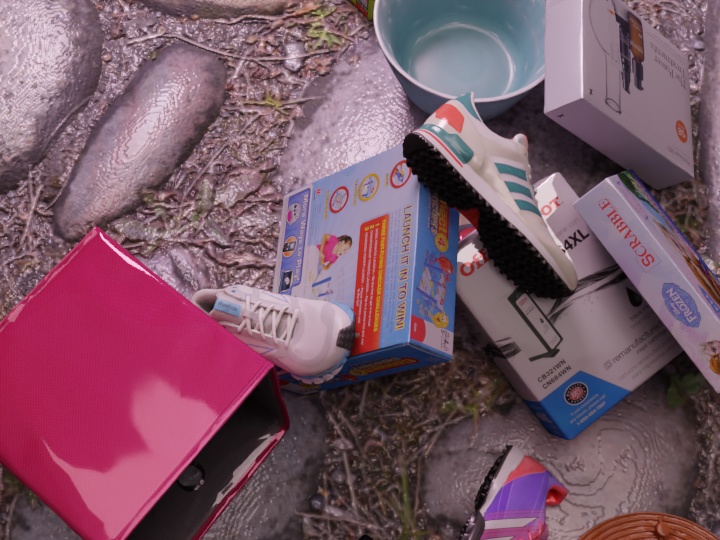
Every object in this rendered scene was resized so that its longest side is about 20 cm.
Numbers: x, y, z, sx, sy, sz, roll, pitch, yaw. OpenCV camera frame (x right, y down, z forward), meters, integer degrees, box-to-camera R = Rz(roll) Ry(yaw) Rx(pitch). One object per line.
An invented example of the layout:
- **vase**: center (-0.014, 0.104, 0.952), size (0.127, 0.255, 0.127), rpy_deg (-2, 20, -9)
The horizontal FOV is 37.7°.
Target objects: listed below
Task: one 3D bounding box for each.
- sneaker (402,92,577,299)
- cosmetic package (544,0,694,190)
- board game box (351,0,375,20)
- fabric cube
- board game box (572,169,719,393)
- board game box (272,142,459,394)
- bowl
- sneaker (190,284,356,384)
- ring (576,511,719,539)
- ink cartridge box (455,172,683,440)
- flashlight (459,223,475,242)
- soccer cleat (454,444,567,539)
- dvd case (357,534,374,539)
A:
- **sneaker**: center (0.131, -0.068, 0.911), size (0.200, 0.070, 0.093), rpy_deg (46, 67, -6)
- **cosmetic package**: center (0.264, -0.190, 1.072), size (0.199, 0.052, 0.152), rpy_deg (23, 63, -38)
- **board game box**: center (0.055, -0.386, 1.212), size (0.200, 0.048, 0.102), rpy_deg (-38, 73, -16)
- **fabric cube**: center (-0.202, 0.126, 0.911), size (0.199, 0.200, 0.196), rpy_deg (35, 71, 14)
- **board game box**: center (0.283, 0.000, 0.966), size (0.041, 0.199, 0.200), rpy_deg (-39, 84, 20)
- **board game box**: center (0.000, 0.000, 0.978), size (0.056, 0.195, 0.201), rpy_deg (24, 61, -38)
- **bowl**: center (0.111, -0.238, 1.121), size (0.199, 0.105, 0.202), rpy_deg (1, 68, -2)
- **sneaker**: center (-0.086, 0.050, 0.939), size (0.086, 0.199, 0.075), rpy_deg (26, 75, -38)
- **ring**: center (0.266, 0.315, 0.941), size (0.199, 0.019, 0.202), rpy_deg (1, 67, -2)
- **ink cartridge box**: center (0.179, 0.032, 0.983), size (0.146, 0.084, 0.200), rpy_deg (-38, 89, -3)
- **flashlight**: center (0.145, -0.027, 1.055), size (0.199, 0.068, 0.068), rpy_deg (-10, 71, -7)
- **soccer cleat**: center (0.123, 0.233, 0.912), size (0.073, 0.068, 0.200), rpy_deg (30, 39, 8)
- **dvd case**: center (-0.015, 0.331, 0.885), size (0.200, 0.018, 0.142), rpy_deg (-43, 45, -22)
